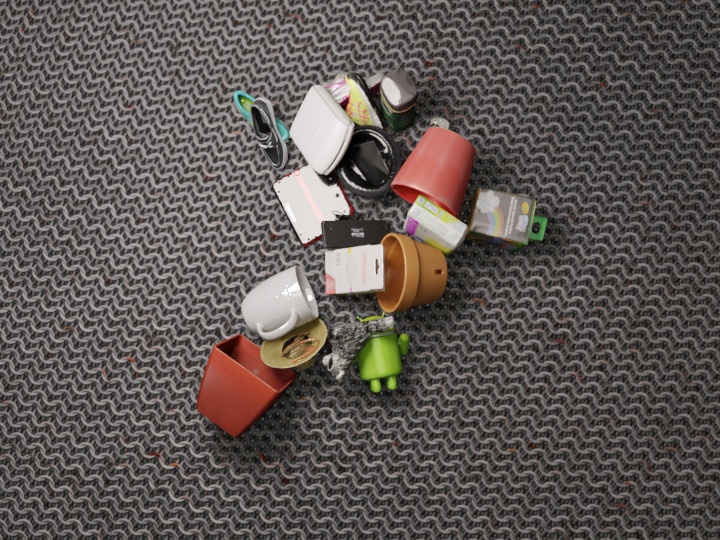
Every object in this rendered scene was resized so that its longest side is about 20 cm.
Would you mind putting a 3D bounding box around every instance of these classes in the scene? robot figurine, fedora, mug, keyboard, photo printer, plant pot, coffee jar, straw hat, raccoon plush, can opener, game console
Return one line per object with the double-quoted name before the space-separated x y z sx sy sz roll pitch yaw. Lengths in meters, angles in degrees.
"robot figurine" 0.045 0.213 1.672 0.172 0.116 0.204 -10 83 -5
"fedora" 0.022 -0.286 1.737 0.196 0.092 0.205 -1 80 4
"mug" -0.214 0.104 1.658 0.173 0.201 0.149 -24 123 6
"keyboard" -0.014 -0.106 1.732 0.196 0.040 0.106 -1 77 -21
"photo printer" -0.100 -0.366 1.693 0.167 0.069 0.201 -56 49 30
"plant pot" 0.198 -0.256 1.647 0.198 0.200 0.180 25 86 5
"coffee jar" 0.100 -0.451 1.697 0.084 0.200 0.105 -30 84 -1
"straw hat" -0.160 0.215 1.685 0.198 0.202 0.086 -27 123 0
"raccoon plush" -0.004 0.198 1.586 0.197 0.096 0.137 -11 88 23
"plant pot" -0.306 0.306 1.646 0.198 0.200 0.178 33 97 5
"can opener" 0.199 -0.319 1.760 0.052 0.067 0.204 12 97 -1
"game console" -0.129 -0.193 1.768 0.175 0.031 0.202 -29 83 3
"plant pot" 0.134 0.009 1.659 0.137 0.199 0.204 2 83 -22

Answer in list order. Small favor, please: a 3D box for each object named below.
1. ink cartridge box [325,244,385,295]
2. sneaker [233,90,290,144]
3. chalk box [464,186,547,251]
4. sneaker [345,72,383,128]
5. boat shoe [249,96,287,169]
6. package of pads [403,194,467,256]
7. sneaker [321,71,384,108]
"ink cartridge box" 0.000 0.000 1.668 0.198 0.067 0.119 -6 82 41
"sneaker" -0.278 -0.420 1.769 0.199 0.080 0.078 40 87 5
"chalk box" 0.388 -0.129 1.692 0.196 0.124 0.127 14 84 3
"sneaker" -0.007 -0.439 1.715 0.089 0.201 0.079 -17 51 13
"boat shoe" -0.251 -0.359 1.721 0.070 0.068 0.203 1 124 18
"package of pads" 0.193 -0.108 1.657 0.153 0.200 0.069 34 85 5
"sneaker" -0.026 -0.512 1.768 0.197 0.081 0.090 -21 85 -1
